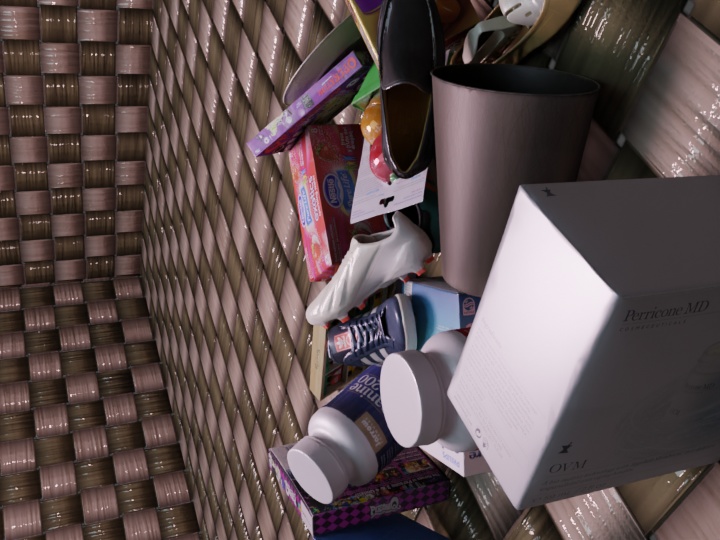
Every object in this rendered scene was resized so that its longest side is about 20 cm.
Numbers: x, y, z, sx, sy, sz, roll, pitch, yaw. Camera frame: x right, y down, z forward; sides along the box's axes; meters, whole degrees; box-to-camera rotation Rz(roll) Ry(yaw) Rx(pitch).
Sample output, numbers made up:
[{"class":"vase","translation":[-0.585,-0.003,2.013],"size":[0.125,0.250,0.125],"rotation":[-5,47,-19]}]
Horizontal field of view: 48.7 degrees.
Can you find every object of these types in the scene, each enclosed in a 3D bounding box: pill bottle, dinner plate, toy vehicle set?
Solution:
[{"class":"pill bottle","translation":[0.004,0.203,1.029],"size":[0.110,0.199,0.112],"rotation":[31,140,30]},{"class":"dinner plate","translation":[-0.024,-0.286,1.063],"size":[0.024,0.200,0.200],"rotation":[48,151,1]},{"class":"pill bottle","translation":[0.124,0.108,0.755],"size":[0.112,0.198,0.114],"rotation":[175,90,-66]},{"class":"toy vehicle set","translation":[-0.013,0.093,1.119],"size":[0.027,0.124,0.201],"rotation":[45,150,26]}]

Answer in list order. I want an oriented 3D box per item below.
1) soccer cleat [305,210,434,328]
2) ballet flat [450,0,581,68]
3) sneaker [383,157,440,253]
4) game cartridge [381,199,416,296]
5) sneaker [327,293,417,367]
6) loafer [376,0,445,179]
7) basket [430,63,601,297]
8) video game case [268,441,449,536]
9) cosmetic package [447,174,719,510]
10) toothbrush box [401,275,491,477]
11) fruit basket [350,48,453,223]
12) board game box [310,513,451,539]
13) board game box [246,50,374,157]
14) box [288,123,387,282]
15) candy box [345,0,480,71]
[{"class":"soccer cleat","translation":[0.000,0.000,0.955],"size":[0.199,0.069,0.078],"rotation":[-33,99,32]},{"class":"ballet flat","translation":[0.152,-0.245,0.786],"size":[0.200,0.062,0.069],"rotation":[133,127,-60]},{"class":"sneaker","translation":[0.059,-0.100,1.007],"size":[0.072,0.079,0.201],"rotation":[104,150,-42]},{"class":"game cartridge","translation":[0.030,-0.054,1.146],"size":[0.133,0.040,0.203],"rotation":[-28,69,61]},{"class":"sneaker","translation":[0.008,0.082,0.967],"size":[0.200,0.083,0.076],"rotation":[127,136,-67]},{"class":"loafer","translation":[0.051,-0.192,0.799],"size":[0.072,0.072,0.203],"rotation":[-75,-19,-73]},{"class":"basket","translation":[0.140,-0.085,0.772],"size":[0.180,0.135,0.203],"rotation":[32,128,52]},{"class":"video game case","translation":[-0.006,0.280,1.097],"size":[0.181,0.198,0.036],"rotation":[-148,54,-60]},{"class":"cosmetic package","translation":[0.195,0.048,0.579],"size":[0.123,0.197,0.202],"rotation":[-122,34,-46]},{"class":"toothbrush box","translation":[0.116,0.113,0.917],"size":[0.146,0.084,0.203],"rotation":[-169,76,-68]},{"class":"fruit basket","translation":[0.050,-0.163,0.954],"size":[0.185,0.093,0.203],"rotation":[-12,71,63]},{"class":"board game box","translation":[0.025,0.364,1.031],"size":[0.198,0.157,0.039],"rotation":[20,103,26]},{"class":"board game box","translation":[-0.053,-0.225,1.081],"size":[0.199,0.120,0.033],"rotation":[-35,84,27]},{"class":"box","translation":[-0.031,-0.094,1.116],"size":[0.100,0.094,0.203],"rotation":[146,117,-64]},{"class":"candy box","translation":[0.032,-0.323,0.855],"size":[0.202,0.116,0.056],"rotation":[63,-178,1]}]
